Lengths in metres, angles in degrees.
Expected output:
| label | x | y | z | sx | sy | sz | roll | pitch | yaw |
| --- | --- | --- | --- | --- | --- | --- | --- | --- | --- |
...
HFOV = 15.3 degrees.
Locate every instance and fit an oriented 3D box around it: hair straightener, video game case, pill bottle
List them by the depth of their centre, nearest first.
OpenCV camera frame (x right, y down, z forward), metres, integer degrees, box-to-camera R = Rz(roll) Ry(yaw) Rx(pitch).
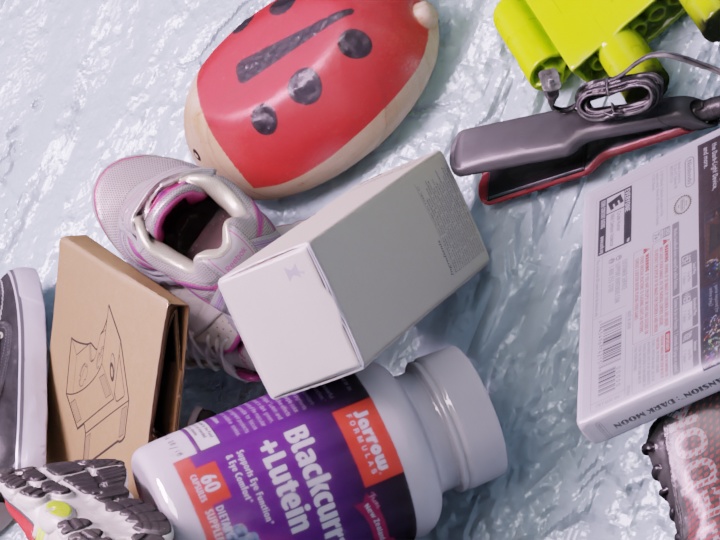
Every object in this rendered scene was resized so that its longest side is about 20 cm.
| label | x | y | z | sx | sy | sz | roll | pitch | yaw |
| --- | --- | --- | --- | --- | --- | --- | --- | --- | --- |
| video game case | 0.203 | -0.010 | 1.493 | 0.182 | 0.023 | 0.200 | -27 | 33 | 26 |
| pill bottle | -0.021 | 0.118 | 1.550 | 0.200 | 0.112 | 0.111 | -22 | 51 | -13 |
| hair straightener | 0.135 | -0.087 | 1.586 | 0.200 | 0.077 | 0.041 | -10 | 55 | 36 |

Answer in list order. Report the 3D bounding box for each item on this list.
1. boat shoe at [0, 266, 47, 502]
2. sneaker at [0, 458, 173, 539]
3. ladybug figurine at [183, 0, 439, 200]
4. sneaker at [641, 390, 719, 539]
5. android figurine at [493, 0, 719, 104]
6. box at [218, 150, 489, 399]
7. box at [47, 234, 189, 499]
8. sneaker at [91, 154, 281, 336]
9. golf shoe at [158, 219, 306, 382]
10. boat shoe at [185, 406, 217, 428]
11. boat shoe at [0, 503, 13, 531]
| label | x | y | z | sx | sy | sz | roll | pitch | yaw |
| --- | --- | --- | --- | --- | --- | --- | --- | --- | --- |
| boat shoe | -0.238 | 0.072 | 1.783 | 0.200 | 0.057 | 0.069 | -99 | 16 | -46 |
| sneaker | -0.159 | 0.162 | 1.522 | 0.200 | 0.077 | 0.085 | -141 | 48 | -67 |
| ladybug figurine | -0.038 | -0.126 | 1.743 | 0.200 | 0.072 | 0.136 | -32 | 54 | 22 |
| sneaker | 0.197 | 0.124 | 1.452 | 0.098 | 0.071 | 0.201 | 1 | 69 | 37 |
| android figurine | 0.156 | -0.196 | 1.647 | 0.182 | 0.041 | 0.200 | -42 | 51 | 15 |
| box | 0.000 | 0.000 | 1.572 | 0.068 | 0.200 | 0.082 | -21 | 97 | 29 |
| box | -0.157 | 0.076 | 1.692 | 0.200 | 0.021 | 0.164 | -151 | 64 | -63 |
| sneaker | -0.106 | -0.032 | 1.652 | 0.200 | 0.088 | 0.081 | 28 | 75 | 45 |
| golf shoe | -0.084 | 0.033 | 1.693 | 0.200 | 0.075 | 0.092 | -22 | 38 | 30 |
| boat shoe | -0.098 | 0.186 | 1.665 | 0.057 | 0.067 | 0.200 | 10 | 75 | 2 |
| boat shoe | -0.316 | 0.160 | 1.829 | 0.200 | 0.075 | 0.093 | -33 | 46 | 13 |
